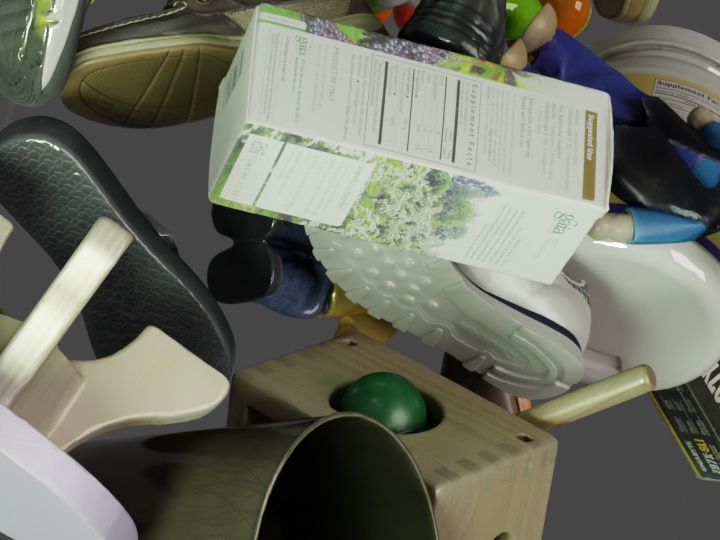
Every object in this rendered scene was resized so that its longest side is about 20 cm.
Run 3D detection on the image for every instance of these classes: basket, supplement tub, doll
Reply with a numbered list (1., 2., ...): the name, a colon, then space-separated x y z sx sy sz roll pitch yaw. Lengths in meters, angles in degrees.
1. basket: -0.076 0.152 1.300 0.136 0.200 0.181 -13 103 -45
2. supplement tub: 0.174 -0.041 1.558 0.145 0.145 0.200 53 38 -34
3. doll: 0.163 -0.064 1.446 0.200 0.048 0.136 37 49 4

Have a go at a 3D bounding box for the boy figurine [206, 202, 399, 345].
1. boy figurine: 0.000 0.000 1.467 0.200 0.064 0.125 11 82 -43

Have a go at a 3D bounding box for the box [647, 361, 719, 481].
1. box: 0.246 0.022 1.730 0.160 0.049 0.200 -52 127 -27

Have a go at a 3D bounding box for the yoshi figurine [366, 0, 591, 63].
1. yoshi figurine: 0.050 -0.196 1.482 0.200 0.112 0.112 13 67 -43

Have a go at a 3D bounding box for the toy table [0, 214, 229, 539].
1. toy table: -0.171 0.046 1.225 0.200 0.184 0.117 41 65 -16

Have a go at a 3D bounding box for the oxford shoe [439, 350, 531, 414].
1. oxford shoe: 0.056 0.116 1.505 0.072 0.071 0.200 -10 116 -26

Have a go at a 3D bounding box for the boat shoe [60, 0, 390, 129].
1. boat shoe: -0.080 -0.126 1.377 0.200 0.073 0.065 -8 60 -33

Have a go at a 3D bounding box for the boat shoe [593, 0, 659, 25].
1. boat shoe: 0.149 -0.254 1.603 0.066 0.074 0.201 -13 100 -31

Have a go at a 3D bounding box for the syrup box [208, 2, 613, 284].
1. syrup box: 0.027 -0.065 1.325 0.200 0.079 0.082 13 57 -13

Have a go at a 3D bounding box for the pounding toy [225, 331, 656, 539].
1. pounding toy: 0.035 0.124 1.386 0.142 0.184 0.200 -17 124 -44

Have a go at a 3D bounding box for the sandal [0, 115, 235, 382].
1. sandal: -0.124 -0.005 1.338 0.200 0.076 0.043 61 26 -30

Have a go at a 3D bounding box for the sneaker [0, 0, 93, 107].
1. sneaker: -0.141 -0.179 1.301 0.085 0.074 0.201 16 81 -45

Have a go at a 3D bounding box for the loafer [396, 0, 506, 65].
1. loafer: 0.046 -0.105 1.430 0.073 0.200 0.072 30 64 -2

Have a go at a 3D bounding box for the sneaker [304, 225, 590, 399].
1. sneaker: 0.050 -0.009 1.421 0.200 0.076 0.081 38 48 -24
